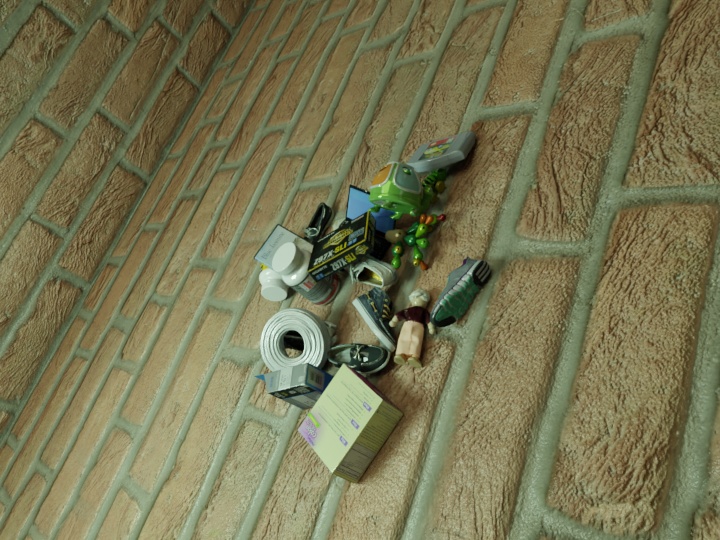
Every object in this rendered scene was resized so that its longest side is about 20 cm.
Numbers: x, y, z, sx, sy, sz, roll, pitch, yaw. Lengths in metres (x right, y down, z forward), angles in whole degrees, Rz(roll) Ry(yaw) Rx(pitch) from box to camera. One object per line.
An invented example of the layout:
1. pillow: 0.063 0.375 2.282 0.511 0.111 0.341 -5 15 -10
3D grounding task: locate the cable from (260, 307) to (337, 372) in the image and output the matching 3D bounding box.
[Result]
1. cable: -0.182 0.206 1.553 0.197 0.069 0.203 27 95 9

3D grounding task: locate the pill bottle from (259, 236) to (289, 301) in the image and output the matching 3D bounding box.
1. pill bottle: -0.273 -0.007 1.832 0.111 0.112 0.203 -23 48 29

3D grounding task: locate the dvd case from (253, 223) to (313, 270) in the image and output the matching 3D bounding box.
1. dvd case: -0.220 -0.048 1.776 0.197 0.018 0.144 29 67 10

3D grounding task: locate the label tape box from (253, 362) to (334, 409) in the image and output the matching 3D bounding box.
1. label tape box: -0.170 0.314 1.477 0.197 0.144 0.064 -20 51 32

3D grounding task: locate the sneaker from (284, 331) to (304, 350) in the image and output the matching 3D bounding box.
1. sneaker: -0.213 0.183 1.671 0.197 0.076 0.089 -4 52 41

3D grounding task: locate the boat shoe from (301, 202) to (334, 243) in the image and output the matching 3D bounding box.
1. boat shoe: -0.156 -0.130 1.851 0.074 0.062 0.202 22 78 47

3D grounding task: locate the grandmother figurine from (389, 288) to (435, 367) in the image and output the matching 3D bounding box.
1. grandmother figurine: 0.132 0.135 1.394 0.119 0.061 0.203 12 62 11

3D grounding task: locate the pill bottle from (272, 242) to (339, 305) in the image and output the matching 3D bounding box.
1. pill bottle: -0.161 0.010 1.646 0.114 0.199 0.118 -23 48 28

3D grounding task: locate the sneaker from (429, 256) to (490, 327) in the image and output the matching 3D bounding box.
1. sneaker: 0.230 0.052 1.362 0.200 0.075 0.087 -46 29 -10

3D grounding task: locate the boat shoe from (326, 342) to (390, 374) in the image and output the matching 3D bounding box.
1. boat shoe: -0.010 0.223 1.437 0.198 0.060 0.077 -18 42 41

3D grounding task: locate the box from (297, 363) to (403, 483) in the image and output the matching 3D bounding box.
1. box: -0.026 0.364 1.341 0.202 0.096 0.175 -54 40 -4

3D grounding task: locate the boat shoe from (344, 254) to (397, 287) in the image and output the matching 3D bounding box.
1. boat shoe: 0.001 0.005 1.533 0.200 0.076 0.085 24 38 37

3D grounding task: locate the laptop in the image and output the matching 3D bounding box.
1. laptop: -0.001 -0.117 1.621 0.175 0.104 0.202 24 69 26

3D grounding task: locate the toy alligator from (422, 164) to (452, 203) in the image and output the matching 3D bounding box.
1. toy alligator: 0.213 -0.260 1.607 0.059 0.054 0.202 28 82 49

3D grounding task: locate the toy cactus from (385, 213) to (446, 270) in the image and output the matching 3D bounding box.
1. toy cactus: 0.136 -0.082 1.522 0.164 0.102 0.202 16 68 51

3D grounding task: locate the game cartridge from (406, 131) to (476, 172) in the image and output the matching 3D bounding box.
1. game cartridge: 0.231 -0.342 1.633 0.197 0.041 0.134 -7 39 40

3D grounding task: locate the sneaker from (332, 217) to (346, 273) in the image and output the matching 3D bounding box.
1. sneaker: -0.047 -0.088 1.708 0.086 0.075 0.204 -19 50 32

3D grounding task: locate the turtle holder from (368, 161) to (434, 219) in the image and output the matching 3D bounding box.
1. turtle holder: 0.116 -0.214 1.506 0.141 0.181 0.135 108 173 -84

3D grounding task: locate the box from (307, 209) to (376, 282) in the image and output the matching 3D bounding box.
1. box: -0.050 -0.068 1.554 0.197 0.050 0.161 -28 29 21

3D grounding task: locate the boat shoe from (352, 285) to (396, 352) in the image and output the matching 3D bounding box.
1. boat shoe: 0.058 0.119 1.463 0.090 0.071 0.201 -37 48 -2
